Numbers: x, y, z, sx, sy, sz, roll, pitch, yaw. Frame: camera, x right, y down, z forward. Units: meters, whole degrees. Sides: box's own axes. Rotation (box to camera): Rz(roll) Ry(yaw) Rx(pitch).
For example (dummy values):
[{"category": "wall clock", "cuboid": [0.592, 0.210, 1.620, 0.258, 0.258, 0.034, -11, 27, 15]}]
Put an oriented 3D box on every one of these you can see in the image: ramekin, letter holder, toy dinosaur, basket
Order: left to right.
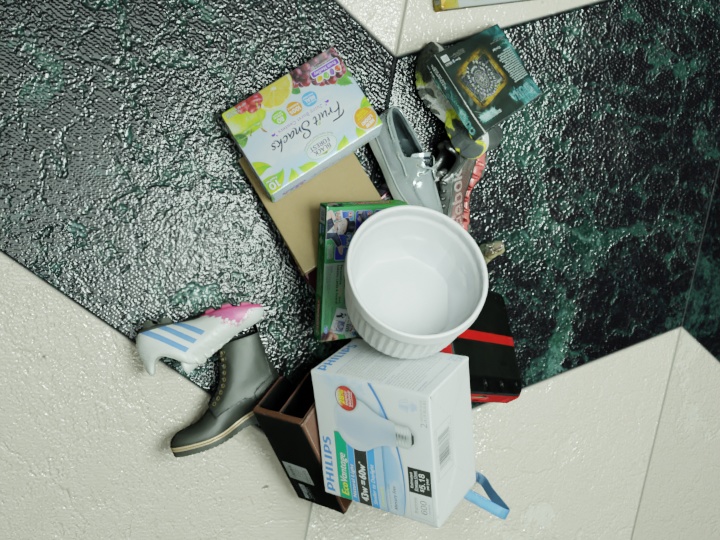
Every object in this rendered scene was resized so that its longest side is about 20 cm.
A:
[{"category": "letter holder", "cuboid": [-0.058, 0.247, 1.193, 0.143, 0.099, 0.203, -51, 133, -37]}, {"category": "ramekin", "cuboid": [0.068, 0.023, 1.052, 0.195, 0.106, 0.205, 5, 60, -9]}, {"category": "basket", "cuboid": [0.139, 0.327, 1.244, 0.197, 0.176, 0.141, 32, 89, -8]}, {"category": "toy dinosaur", "cuboid": [0.183, 0.042, 1.282, 0.088, 0.047, 0.201, 41, 91, -14]}]

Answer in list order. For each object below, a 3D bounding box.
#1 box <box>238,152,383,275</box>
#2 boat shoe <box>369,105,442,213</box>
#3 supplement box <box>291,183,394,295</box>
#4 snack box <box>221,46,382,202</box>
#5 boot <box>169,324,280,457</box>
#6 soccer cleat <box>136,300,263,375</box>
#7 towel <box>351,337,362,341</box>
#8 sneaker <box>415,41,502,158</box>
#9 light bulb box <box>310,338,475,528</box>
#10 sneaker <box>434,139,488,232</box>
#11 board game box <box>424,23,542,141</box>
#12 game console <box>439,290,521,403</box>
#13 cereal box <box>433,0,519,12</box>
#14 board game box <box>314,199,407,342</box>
[{"category": "box", "cuboid": [-0.069, -0.122, 1.155, 0.161, 0.021, 0.203, -31, 84, -9]}, {"category": "boat shoe", "cuboid": [0.078, -0.157, 1.160, 0.069, 0.071, 0.204, -15, 73, -44]}, {"category": "supplement box", "cuboid": [0.001, -0.032, 1.206, 0.199, 0.061, 0.110, -40, 107, -6]}, {"category": "snack box", "cuboid": [-0.085, -0.216, 1.132, 0.198, 0.053, 0.144, -33, 85, -8]}, {"category": "boot", "cuboid": [-0.220, 0.184, 1.178, 0.197, 0.077, 0.141, -26, 101, -24]}, {"category": "soccer cleat", "cuboid": [-0.236, 0.105, 1.150, 0.195, 0.070, 0.089, -13, 80, -6]}, {"category": "towel", "cuboid": [0.048, 0.120, 1.232, 0.143, 0.030, 0.205, -14, 112, -24]}, {"category": "sneaker", "cuboid": [0.154, -0.265, 1.199, 0.084, 0.074, 0.204, -13, 75, -46]}, {"category": "light bulb box", "cuboid": [0.048, 0.222, 1.084, 0.124, 0.196, 0.204, -28, 117, -51]}, {"category": "sneaker", "cuboid": [0.135, -0.115, 1.217, 0.096, 0.070, 0.206, 13, 94, -37]}, {"category": "board game box", "cuboid": [0.192, -0.291, 1.165, 0.199, 0.028, 0.137, -36, 93, -43]}, {"category": "game console", "cuboid": [0.180, 0.111, 1.178, 0.198, 0.031, 0.181, 14, 60, -49]}, {"category": "cereal box", "cuboid": [0.204, -0.494, 1.202, 0.195, 0.039, 0.148, -10, 102, -15]}, {"category": "board game box", "cuboid": [0.000, 0.000, 1.134, 0.131, 0.029, 0.205, -5, 108, -26]}]
